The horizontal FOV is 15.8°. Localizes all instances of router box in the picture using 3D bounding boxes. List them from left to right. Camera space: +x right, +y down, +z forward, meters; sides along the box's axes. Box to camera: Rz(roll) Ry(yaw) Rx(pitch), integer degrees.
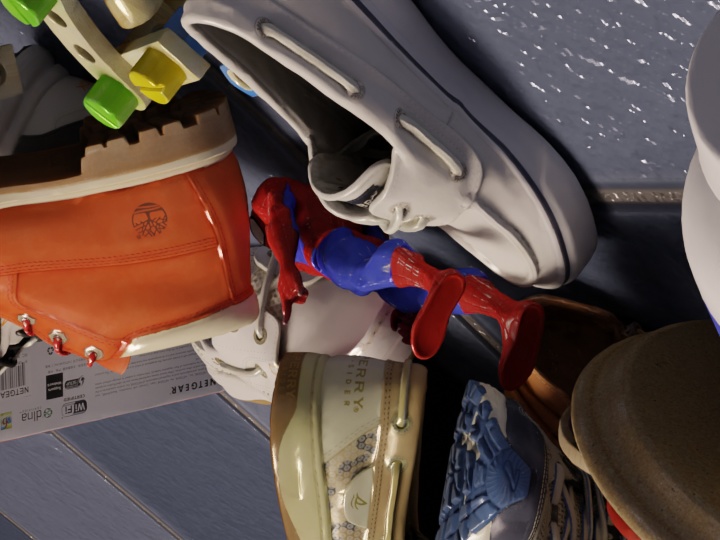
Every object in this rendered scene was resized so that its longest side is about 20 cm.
[{"bbox_3d":[-0.198,0.037,1.306,0.179,0.199,0.049,14,108,45],"label":"router box"}]

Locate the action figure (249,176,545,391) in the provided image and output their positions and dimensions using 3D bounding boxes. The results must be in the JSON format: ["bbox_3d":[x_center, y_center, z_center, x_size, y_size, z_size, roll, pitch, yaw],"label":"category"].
[{"bbox_3d":[0.000,0.000,1.031,0.065,0.052,0.200,15,-170,-28],"label":"action figure"}]

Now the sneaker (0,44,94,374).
[{"bbox_3d":[-0.153,0.006,1.136,0.080,0.201,0.074,24,-177,0],"label":"sneaker"}]

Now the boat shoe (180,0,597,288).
[{"bbox_3d":[0.011,-0.047,0.925,0.072,0.066,0.200,11,152,46],"label":"boat shoe"}]

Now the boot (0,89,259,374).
[{"bbox_3d":[-0.139,0.001,1.074,0.075,0.199,0.108,-92,-12,-71],"label":"boot"}]

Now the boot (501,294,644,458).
[{"bbox_3d":[0.141,0.091,1.050,0.199,0.074,0.155,20,151,22],"label":"boot"}]

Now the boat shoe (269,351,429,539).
[{"bbox_3d":[0.009,0.115,1.054,0.062,0.073,0.200,-3,134,10],"label":"boat shoe"}]

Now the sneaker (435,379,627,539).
[{"bbox_3d":[0.073,0.093,0.976,0.085,0.077,0.200,10,168,6],"label":"sneaker"}]

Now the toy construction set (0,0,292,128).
[{"bbox_3d":[-0.124,-0.105,0.984,0.200,0.092,0.131,-9,135,48],"label":"toy construction set"}]

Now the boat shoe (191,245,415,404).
[{"bbox_3d":[-0.037,0.023,1.165,0.069,0.071,0.200,42,161,-20],"label":"boat shoe"}]

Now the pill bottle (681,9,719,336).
[{"bbox_3d":[0.155,0.001,0.739,0.112,0.112,0.200,20,157,34],"label":"pill bottle"}]

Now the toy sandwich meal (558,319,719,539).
[{"bbox_3d":[0.157,0.092,0.884,0.205,0.205,0.070,29,119,13],"label":"toy sandwich meal"}]

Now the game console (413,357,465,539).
[{"bbox_3d":[0.038,0.127,1.228,0.200,0.117,0.176,39,160,-15],"label":"game console"}]
